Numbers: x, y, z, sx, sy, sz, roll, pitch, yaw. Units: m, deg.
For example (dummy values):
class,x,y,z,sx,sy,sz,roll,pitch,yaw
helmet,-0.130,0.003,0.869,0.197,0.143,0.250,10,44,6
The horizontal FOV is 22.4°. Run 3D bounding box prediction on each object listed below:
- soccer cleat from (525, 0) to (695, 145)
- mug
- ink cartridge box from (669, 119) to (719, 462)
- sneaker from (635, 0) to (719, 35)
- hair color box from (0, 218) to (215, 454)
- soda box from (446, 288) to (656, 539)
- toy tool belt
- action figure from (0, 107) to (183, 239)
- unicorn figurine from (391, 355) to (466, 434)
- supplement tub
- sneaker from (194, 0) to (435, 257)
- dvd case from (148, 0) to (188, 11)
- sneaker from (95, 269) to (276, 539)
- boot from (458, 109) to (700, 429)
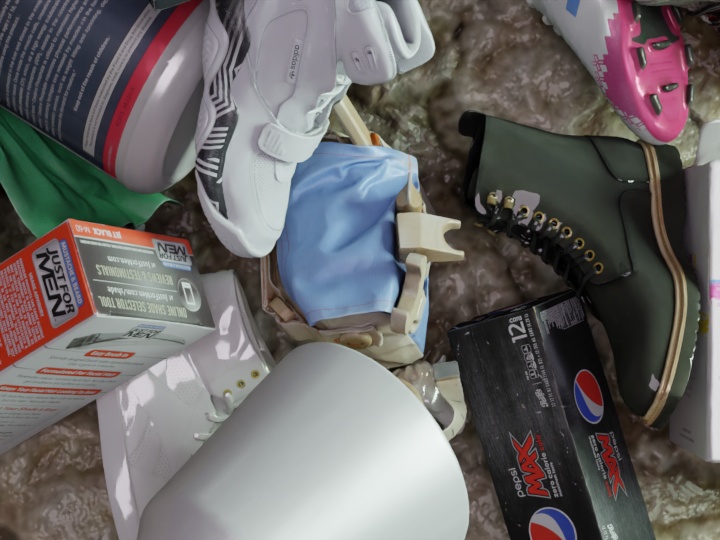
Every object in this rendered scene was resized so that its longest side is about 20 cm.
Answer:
class,x,y,z,sx,sy,sz,roll,pitch,yaw
soccer cleat,0.143,-0.170,1.135,0.086,0.070,0.202,-17,94,44
mug,-0.045,0.155,1.016,0.149,0.188,0.153,35,50,23
ink cartridge box,0.261,0.011,1.103,0.127,0.125,0.202,1,90,-1
sneaker,0.253,-0.152,1.106,0.198,0.078,0.083,8,96,-22
hair color box,-0.197,0.046,1.064,0.199,0.111,0.064,-28,70,27
soda box,0.123,0.119,1.121,0.070,0.063,0.202,-17,90,37
toy tool belt,0.000,0.000,1.069,0.124,0.123,0.201,-9,58,0
action figure,-0.218,-0.077,1.122,0.200,0.118,0.055,40,118,15
unicorn figurine,0.011,0.143,1.125,0.199,0.074,0.138,-26,79,5
supplement tub,-0.169,-0.151,1.087,0.199,0.140,0.141,32,90,7
sneaker,-0.026,-0.096,1.004,0.114,0.075,0.202,11,110,21
dvd case,-0.078,-0.233,0.993,0.149,0.025,0.201,-20,55,-13
sneaker,-0.100,0.099,1.127,0.114,0.074,0.202,-8,89,3
boot,0.122,-0.004,1.083,0.137,0.078,0.201,12,46,-12
